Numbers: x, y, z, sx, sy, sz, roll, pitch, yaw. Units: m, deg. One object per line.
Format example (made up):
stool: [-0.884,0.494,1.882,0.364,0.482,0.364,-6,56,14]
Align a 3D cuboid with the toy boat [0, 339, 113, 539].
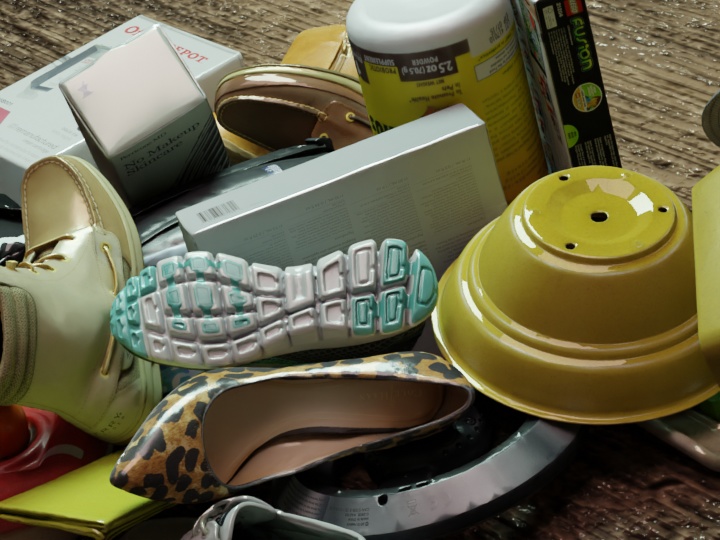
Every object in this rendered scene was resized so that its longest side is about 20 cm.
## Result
toy boat: [-0.230,0.096,1.716,0.130,0.131,0.200,-9,30,12]

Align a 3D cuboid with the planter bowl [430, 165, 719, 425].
planter bowl: [0.142,-0.004,1.646,0.200,0.084,0.201,-1,40,1]

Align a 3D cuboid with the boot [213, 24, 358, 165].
boot: [-0.063,-0.121,2.037,0.201,0.071,0.144,3,49,8]

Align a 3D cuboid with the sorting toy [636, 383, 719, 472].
sorting toy: [0.234,0.037,1.687,0.200,0.037,0.185,-28,32,-21]

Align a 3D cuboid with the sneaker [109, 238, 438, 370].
sneaker: [-0.051,0.035,1.675,0.200,0.091,0.078,-2,66,4]

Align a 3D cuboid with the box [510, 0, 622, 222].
box: [0.134,-0.114,1.826,0.035,0.200,0.110,-19,30,-6]

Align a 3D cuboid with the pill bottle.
pill bottle: [0.063,-0.095,1.828,0.109,0.200,0.109,-12,30,7]

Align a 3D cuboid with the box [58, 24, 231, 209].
box: [-0.139,-0.084,1.868,0.082,0.200,0.068,-32,71,-5]

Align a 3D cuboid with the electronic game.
electronic game: [0.042,0.108,1.653,0.200,0.042,0.200,-16,22,7]

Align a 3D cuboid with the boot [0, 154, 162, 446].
boot: [-0.204,0.004,1.682,0.073,0.155,0.200,-27,63,28]

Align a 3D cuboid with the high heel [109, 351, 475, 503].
high heel: [-0.036,0.089,1.585,0.200,0.072,0.142,-20,11,-42]

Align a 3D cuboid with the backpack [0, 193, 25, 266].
backpack: [-0.299,0.005,1.910,0.167,0.127,0.200,-20,27,-30]

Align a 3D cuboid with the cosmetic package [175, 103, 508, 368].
cosmetic package: [0.000,0.000,1.746,0.200,0.151,0.052,-21,24,-10]

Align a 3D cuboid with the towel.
towel: [-0.129,0.126,1.656,0.086,0.018,0.200,4,13,30]

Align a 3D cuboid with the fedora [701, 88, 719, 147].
fedora: [0.332,-0.099,1.790,0.200,0.177,0.090,-30,62,14]

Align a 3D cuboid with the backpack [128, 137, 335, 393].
backpack: [-0.092,-0.002,1.819,0.200,0.154,0.163,-8,16,-25]

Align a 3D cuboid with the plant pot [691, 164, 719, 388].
plant pot: [0.289,0.015,1.525,0.176,0.200,0.200,-16,42,20]

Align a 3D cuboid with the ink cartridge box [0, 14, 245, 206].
ink cartridge box: [-0.195,-0.104,2.087,0.200,0.085,0.146,-30,33,-28]

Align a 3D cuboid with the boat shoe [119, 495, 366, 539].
boat shoe: [-0.064,0.160,1.591,0.200,0.067,0.074,6,36,33]

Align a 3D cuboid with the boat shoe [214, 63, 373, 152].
boat shoe: [-0.008,-0.089,1.929,0.200,0.072,0.068,16,54,-2]
